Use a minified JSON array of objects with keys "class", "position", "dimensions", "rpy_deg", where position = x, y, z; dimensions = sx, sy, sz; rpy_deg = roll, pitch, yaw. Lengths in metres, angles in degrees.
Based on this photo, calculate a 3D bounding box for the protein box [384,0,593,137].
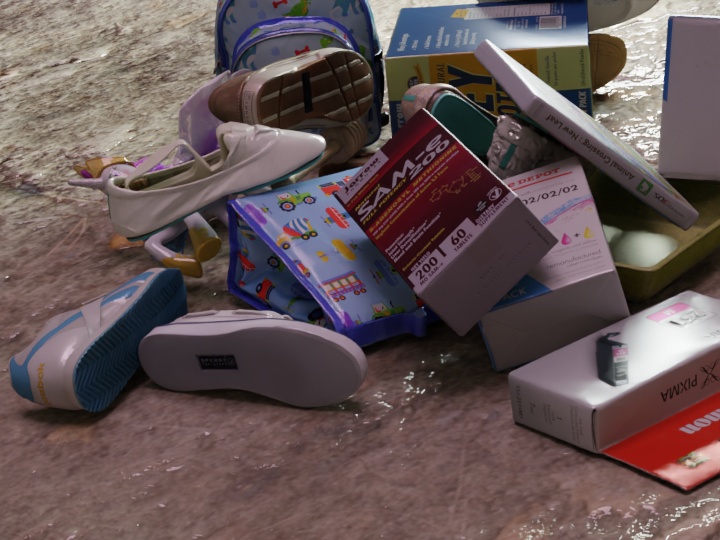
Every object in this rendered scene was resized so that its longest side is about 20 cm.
[{"class":"protein box","position":[0.136,-0.188,1.997],"dimensions":[0.200,0.135,0.199],"rpy_deg":[-3,22,7]}]

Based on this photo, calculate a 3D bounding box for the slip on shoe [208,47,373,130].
[{"class":"slip on shoe","position":[-0.061,-0.162,1.800],"dimensions":[0.061,0.076,0.200],"rpy_deg":[5,18,33]}]

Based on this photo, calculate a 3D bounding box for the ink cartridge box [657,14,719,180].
[{"class":"ink cartridge box","position":[0.332,-0.162,1.802],"dimensions":[0.084,0.146,0.200],"rpy_deg":[4,9,17]}]

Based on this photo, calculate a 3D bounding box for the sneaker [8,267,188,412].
[{"class":"sneaker","position":[-0.207,0.049,1.590],"dimensions":[0.081,0.077,0.200],"rpy_deg":[3,22,26]}]

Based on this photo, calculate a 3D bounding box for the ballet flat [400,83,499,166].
[{"class":"ballet flat","position":[0.111,-0.116,1.795],"dimensions":[0.067,0.200,0.068],"rpy_deg":[19,75,51]}]

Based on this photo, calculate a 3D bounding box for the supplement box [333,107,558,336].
[{"class":"supplement box","position":[0.064,-0.043,1.543],"dimensions":[0.109,0.061,0.200],"rpy_deg":[-45,31,3]}]

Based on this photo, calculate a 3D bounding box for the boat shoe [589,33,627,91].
[{"class":"boat shoe","position":[0.198,-0.228,2.161],"dimensions":[0.200,0.074,0.069],"rpy_deg":[-15,29,-19]}]

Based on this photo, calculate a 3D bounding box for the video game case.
[{"class":"video game case","position":[0.191,-0.119,1.680],"dimensions":[0.182,0.022,0.200],"rpy_deg":[34,11,-19]}]

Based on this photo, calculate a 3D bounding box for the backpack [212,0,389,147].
[{"class":"backpack","position":[-0.065,-0.221,2.049],"dimensions":[0.183,0.200,0.147],"rpy_deg":[-6,22,0]}]

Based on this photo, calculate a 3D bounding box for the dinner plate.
[{"class":"dinner plate","position":[0.225,-0.289,2.088],"dimensions":[0.200,0.024,0.200],"rpy_deg":[-2,-17,0]}]

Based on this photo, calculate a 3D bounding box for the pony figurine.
[{"class":"pony figurine","position":[-0.146,-0.076,1.811],"dimensions":[0.193,0.167,0.200],"rpy_deg":[-26,46,-35]}]

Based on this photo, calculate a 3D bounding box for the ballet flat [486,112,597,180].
[{"class":"ballet flat","position":[0.153,-0.094,1.705],"dimensions":[0.072,0.072,0.200],"rpy_deg":[4,-3,23]}]

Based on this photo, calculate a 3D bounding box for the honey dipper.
[{"class":"honey dipper","position":[-0.041,-0.101,1.798],"dimensions":[0.038,0.038,0.200],"rpy_deg":[1,19,19]}]

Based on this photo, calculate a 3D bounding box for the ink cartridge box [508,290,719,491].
[{"class":"ink cartridge box","position":[0.239,0.083,1.428],"dimensions":[0.200,0.044,0.174],"rpy_deg":[-22,25,-33]}]

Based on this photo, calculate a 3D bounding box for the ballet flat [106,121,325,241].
[{"class":"ballet flat","position":[-0.129,-0.090,1.691],"dimensions":[0.200,0.069,0.069],"rpy_deg":[-23,24,-3]}]

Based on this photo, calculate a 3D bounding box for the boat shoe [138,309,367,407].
[{"class":"boat shoe","position":[-0.078,0.058,1.533],"dimensions":[0.200,0.074,0.065],"rpy_deg":[6,29,26]}]

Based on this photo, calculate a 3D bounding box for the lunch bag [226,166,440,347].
[{"class":"lunch bag","position":[0.000,0.000,1.656],"dimensions":[0.151,0.094,0.200],"rpy_deg":[-16,33,-30]}]

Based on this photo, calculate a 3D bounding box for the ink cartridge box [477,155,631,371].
[{"class":"ink cartridge box","position":[0.140,-0.020,1.578],"dimensions":[0.115,0.068,0.200],"rpy_deg":[-18,37,7]}]

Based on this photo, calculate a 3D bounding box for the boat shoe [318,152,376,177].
[{"class":"boat shoe","position":[0.051,-0.082,1.853],"dimensions":[0.200,0.072,0.072],"rpy_deg":[8,26,46]}]

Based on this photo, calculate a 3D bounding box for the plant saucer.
[{"class":"plant saucer","position":[0.219,-0.029,1.700],"dimensions":[0.200,0.048,0.200],"rpy_deg":[11,28,37]}]
